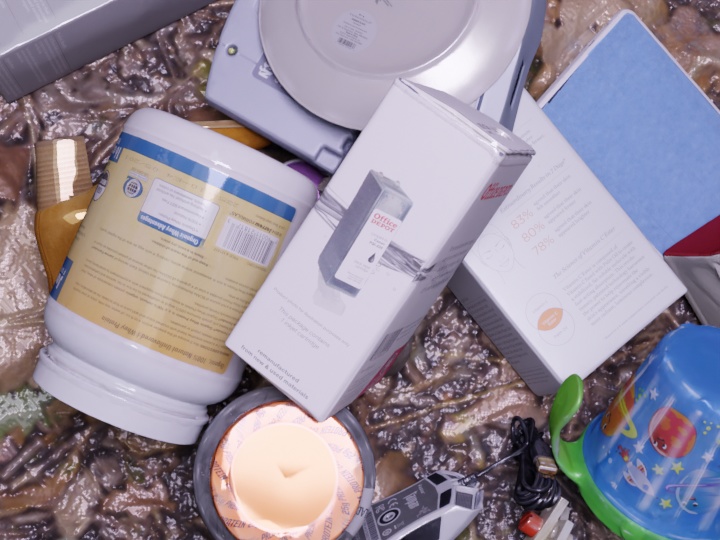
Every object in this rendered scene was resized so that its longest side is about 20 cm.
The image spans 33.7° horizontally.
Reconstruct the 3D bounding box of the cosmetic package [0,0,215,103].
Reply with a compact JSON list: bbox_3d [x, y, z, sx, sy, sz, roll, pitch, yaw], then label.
[{"bbox_3d":[-0.210,-0.218,0.914,0.200,0.107,0.090,-31,86,-11],"label":"cosmetic package"}]

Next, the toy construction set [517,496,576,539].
[{"bbox_3d":[0.188,0.267,0.895,0.200,0.092,0.131,38,105,8],"label":"toy construction set"}]

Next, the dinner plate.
[{"bbox_3d":[0.021,-0.196,0.847,0.200,0.024,0.201,-3,75,13],"label":"dinner plate"}]

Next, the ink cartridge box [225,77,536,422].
[{"bbox_3d":[0.018,-0.017,0.765,0.085,0.146,0.200,37,103,9],"label":"ink cartridge box"}]

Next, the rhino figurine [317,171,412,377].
[{"bbox_3d":[0.000,0.000,0.889,0.087,0.060,0.200,-8,119,-13],"label":"rhino figurine"}]

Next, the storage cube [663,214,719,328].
[{"bbox_3d":[0.373,0.014,0.898,0.180,0.171,0.200,-30,94,-8],"label":"storage cube"}]

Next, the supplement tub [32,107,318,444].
[{"bbox_3d":[-0.130,0.004,0.824,0.144,0.145,0.200,24,89,-2],"label":"supplement tub"}]

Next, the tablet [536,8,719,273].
[{"bbox_3d":[0.240,-0.099,0.967,0.200,0.014,0.130,45,78,-13],"label":"tablet"}]

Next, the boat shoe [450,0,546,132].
[{"bbox_3d":[0.081,-0.161,0.875,0.086,0.075,0.202,13,76,16],"label":"boat shoe"}]

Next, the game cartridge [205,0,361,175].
[{"bbox_3d":[-0.025,-0.188,0.897,0.133,0.041,0.200,31,85,2],"label":"game cartridge"}]

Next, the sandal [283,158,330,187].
[{"bbox_3d":[-0.076,0.004,0.921,0.082,0.050,0.203,33,79,-10],"label":"sandal"}]

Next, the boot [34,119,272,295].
[{"bbox_3d":[-0.149,-0.040,0.924,0.201,0.071,0.144,-10,97,-16],"label":"boot"}]

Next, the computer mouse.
[{"bbox_3d":[0.060,0.186,0.902,0.200,0.110,0.044,-28,109,3],"label":"computer mouse"}]

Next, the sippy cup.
[{"bbox_3d":[0.237,0.114,0.849,0.178,0.130,0.140,-13,47,-34],"label":"sippy cup"}]

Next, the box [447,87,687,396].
[{"bbox_3d":[0.131,-0.019,0.925,0.124,0.097,0.200,-38,88,-10],"label":"box"}]

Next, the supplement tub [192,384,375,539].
[{"bbox_3d":[-0.055,0.142,0.832,0.122,0.200,0.123,1,83,-6],"label":"supplement tub"}]
